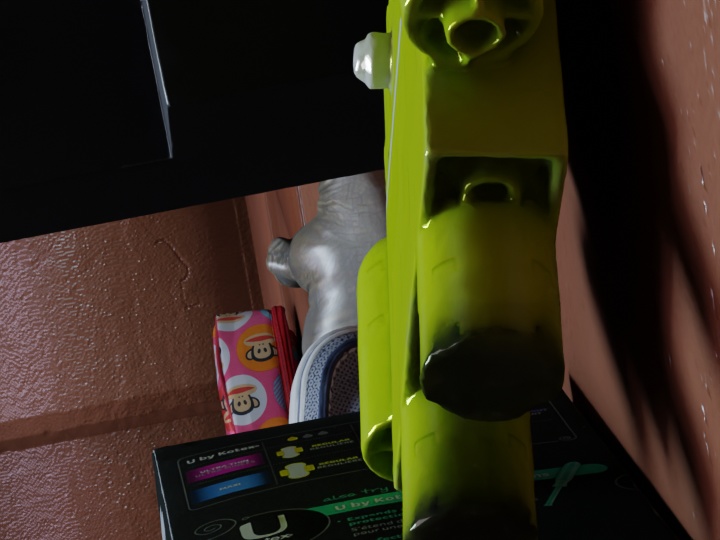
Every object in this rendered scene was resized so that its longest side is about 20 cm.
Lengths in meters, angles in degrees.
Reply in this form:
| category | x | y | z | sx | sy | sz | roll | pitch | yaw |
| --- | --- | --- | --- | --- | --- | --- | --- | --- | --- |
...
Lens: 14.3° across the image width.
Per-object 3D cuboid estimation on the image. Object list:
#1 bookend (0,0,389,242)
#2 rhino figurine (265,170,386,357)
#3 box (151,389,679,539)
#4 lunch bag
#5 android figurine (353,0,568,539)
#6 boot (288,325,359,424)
| category | x | y | z | sx | sy | sz | roll | pitch | yaw |
| --- | --- | --- | --- | --- | --- | --- | --- | --- | --- |
| bookend | -0.068 | -0.078 | 0.901 | 0.199 | 0.199 | 0.092 | 104 | 155 | -82 |
| rhino figurine | 0.000 | 0.000 | 1.129 | 0.087 | 0.060 | 0.201 | 176 | 85 | -72 |
| box | 0.021 | 0.128 | 0.744 | 0.200 | 0.124 | 0.149 | -123 | 23 | -76 |
| lunch bag | -0.084 | 0.119 | 2.449 | 0.200 | 0.082 | 0.177 | 87 | 172 | -65 |
| android figurine | 0.022 | -0.033 | 0.683 | 0.182 | 0.041 | 0.200 | 94 | 175 | -51 |
| boot | 0.029 | 0.095 | 1.012 | 0.090 | 0.073 | 0.200 | 103 | 149 | -63 |
